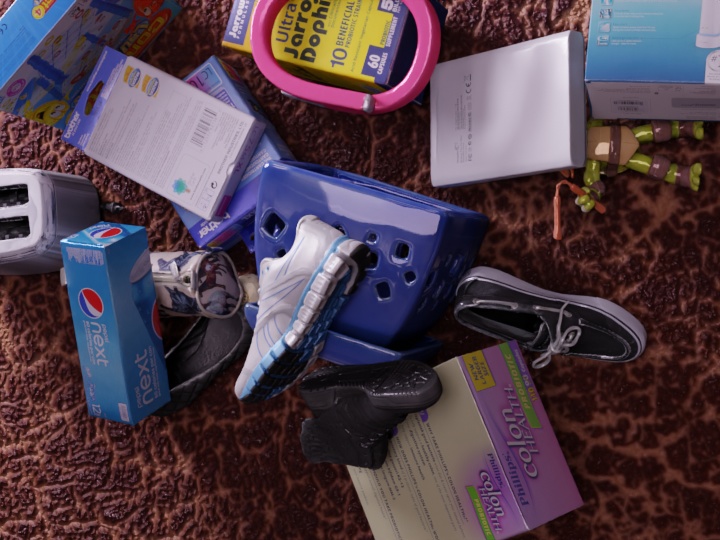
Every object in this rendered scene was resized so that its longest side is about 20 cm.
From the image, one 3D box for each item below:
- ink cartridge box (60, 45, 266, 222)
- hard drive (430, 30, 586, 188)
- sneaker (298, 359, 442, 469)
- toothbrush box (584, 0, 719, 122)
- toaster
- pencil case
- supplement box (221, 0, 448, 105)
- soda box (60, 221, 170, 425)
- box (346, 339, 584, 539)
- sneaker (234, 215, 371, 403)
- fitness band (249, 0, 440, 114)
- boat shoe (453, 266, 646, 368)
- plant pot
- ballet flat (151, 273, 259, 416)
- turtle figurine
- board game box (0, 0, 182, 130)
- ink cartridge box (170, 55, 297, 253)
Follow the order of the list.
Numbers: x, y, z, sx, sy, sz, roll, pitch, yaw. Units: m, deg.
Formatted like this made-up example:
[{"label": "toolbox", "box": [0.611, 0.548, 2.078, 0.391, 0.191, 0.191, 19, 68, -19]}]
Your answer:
[{"label": "ink cartridge box", "box": [-0.212, -0.148, 1.513, 0.200, 0.042, 0.120, 27, 95, 14]}, {"label": "hard drive", "box": [0.146, -0.160, 1.437, 0.200, 0.026, 0.132, -5, 84, 50]}, {"label": "sneaker", "box": [0.011, 0.145, 1.363, 0.199, 0.060, 0.104, -3, 119, 41]}, {"label": "toothbrush box", "box": [0.303, -0.254, 1.393, 0.146, 0.085, 0.201, 2, 71, 14]}, {"label": "toaster", "box": [-0.382, -0.056, 1.588, 0.199, 0.129, 0.114, -4, 86, 16]}, {"label": "pencil case", "box": [-0.230, 0.014, 1.540, 0.199, 0.089, 0.078, -1, 68, 31]}, {"label": "supplement box", "box": [-0.027, -0.257, 1.497, 0.199, 0.109, 0.109, 16, 91, 23]}, {"label": "soda box", "box": [-0.254, 0.055, 1.476, 0.064, 0.068, 0.201, 8, 114, 31]}, {"label": "box", "box": [0.092, 0.190, 1.408, 0.200, 0.096, 0.176, -31, 76, 43]}, {"label": "sneaker", "box": [-0.071, 0.035, 1.345, 0.087, 0.075, 0.200, 40, 108, 24]}, {"label": "fitness band", "box": [-0.017, -0.234, 1.412, 0.199, 0.037, 0.144, 16, 91, 21]}, {"label": "boat shoe", "box": [0.190, 0.057, 1.416, 0.199, 0.068, 0.074, 23, 129, -4]}, {"label": "plant pot", "box": [0.000, 0.000, 1.442, 0.199, 0.200, 0.180, 17, 97, 16]}, {"label": "ballet flat", "box": [-0.171, 0.086, 1.554, 0.066, 0.057, 0.200, 42, 98, 14]}, {"label": "turtle figurine", "box": [0.263, -0.116, 1.433, 0.161, 0.064, 0.201, 6, 70, 7]}, {"label": "board game box", "box": [-0.314, -0.254, 1.546, 0.056, 0.196, 0.200, 45, 99, 14]}, {"label": "ink cartridge box", "box": [-0.148, -0.113, 1.552, 0.136, 0.076, 0.200, -37, 79, 11]}]
